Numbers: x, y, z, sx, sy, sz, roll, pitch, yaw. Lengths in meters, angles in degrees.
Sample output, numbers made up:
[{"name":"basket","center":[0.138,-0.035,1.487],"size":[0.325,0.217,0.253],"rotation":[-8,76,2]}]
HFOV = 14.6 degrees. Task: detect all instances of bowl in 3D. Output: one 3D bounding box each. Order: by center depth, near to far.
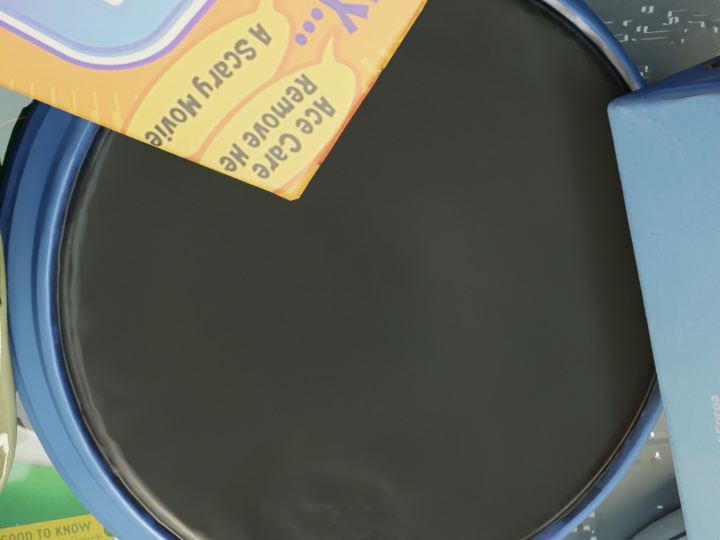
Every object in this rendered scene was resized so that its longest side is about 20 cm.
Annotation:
[{"name":"bowl","center":[0.000,0.000,0.778],"size":[0.200,0.039,0.201],"rotation":[-3,99,-16]}]

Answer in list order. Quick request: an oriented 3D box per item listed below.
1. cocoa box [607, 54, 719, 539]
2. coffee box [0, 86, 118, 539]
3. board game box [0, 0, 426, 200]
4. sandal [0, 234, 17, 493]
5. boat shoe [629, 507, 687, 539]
[{"name":"cocoa box","center":[0.166,0.030,0.769],"size":[0.131,0.133,0.200],"rotation":[-6,100,32]},{"name":"coffee box","center":[-0.062,0.028,0.815],"size":[0.123,0.044,0.200],"rotation":[-11,102,-6]},{"name":"board game box","center":[-0.053,-0.178,0.572],"size":[0.200,0.200,0.200],"rotation":[22,133,-15]},{"name":"sandal","center":[-0.121,0.002,0.697],"size":[0.080,0.057,0.201],"rotation":[-19,131,-8]},{"name":"boat shoe","center":[0.070,0.144,0.847],"size":[0.200,0.057,0.069],"rotation":[-40,103,2]}]
